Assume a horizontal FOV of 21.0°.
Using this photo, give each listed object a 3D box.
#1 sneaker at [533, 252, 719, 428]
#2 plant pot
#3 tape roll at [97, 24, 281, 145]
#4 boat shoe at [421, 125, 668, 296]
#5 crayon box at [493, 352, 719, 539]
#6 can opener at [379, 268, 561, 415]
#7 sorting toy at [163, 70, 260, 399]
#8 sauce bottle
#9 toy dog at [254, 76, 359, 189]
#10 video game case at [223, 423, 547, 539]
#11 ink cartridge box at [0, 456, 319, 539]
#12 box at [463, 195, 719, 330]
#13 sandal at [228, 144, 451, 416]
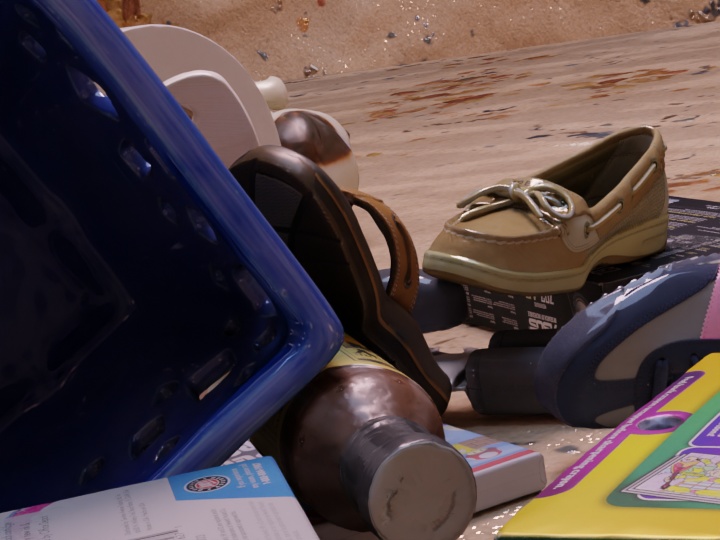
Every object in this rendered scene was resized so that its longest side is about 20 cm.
[{"bbox_3d":[0.175,0.037,0.827,0.198,0.071,0.082,-16,42,-10],"label":"sneaker"},{"bbox_3d":[-0.150,0.013,0.773,0.200,0.200,0.180,-41,9,-10],"label":"plant pot"},{"bbox_3d":[-0.165,-0.051,1.247,0.202,0.205,0.138,-19,14,-41],"label":"tape roll"},{"bbox_3d":[0.098,-0.031,0.975,0.073,0.064,0.200,15,18,35],"label":"boat shoe"},{"bbox_3d":[0.164,0.078,0.638,0.171,0.059,0.200,-2,13,31],"label":"crayon box"},{"bbox_3d":[0.071,0.032,0.932,0.198,0.068,0.053,-3,16,28],"label":"can opener"},{"bbox_3d":[-0.108,-0.003,0.992,0.198,0.182,0.107,-15,12,-28],"label":"sorting toy"},{"bbox_3d":[-0.003,0.065,0.758,0.064,0.065,0.200,-12,12,-13],"label":"sauce bottle"},{"bbox_3d":[-0.096,-0.074,1.494,0.198,0.141,0.194,-5,24,25],"label":"toy dog"},{"bbox_3d":[-0.029,0.091,0.865,0.142,0.018,0.199,-15,12,-26],"label":"video game case"},{"bbox_3d":[-0.111,0.124,0.623,0.198,0.069,0.115,-11,10,-9],"label":"ink cartridge box"},{"bbox_3d":[0.158,-0.001,1.106,0.159,0.044,0.200,-14,11,-22],"label":"box"},{"bbox_3d":[0.000,0.000,0.853,0.081,0.200,0.055,21,70,36],"label":"sandal"}]
